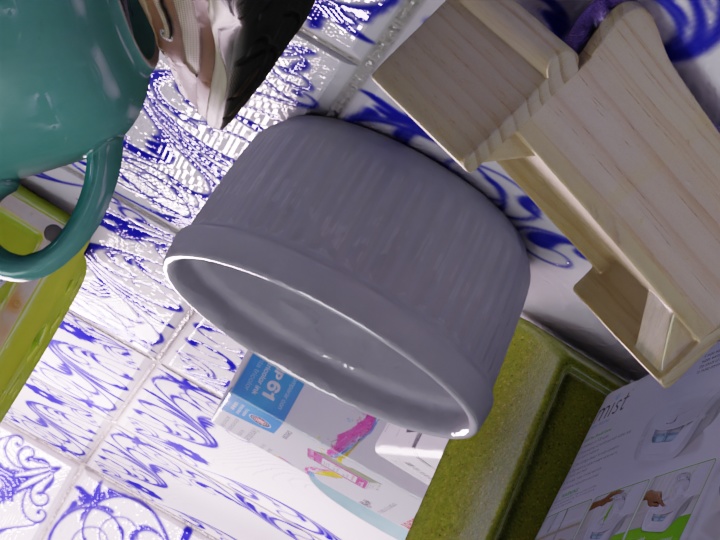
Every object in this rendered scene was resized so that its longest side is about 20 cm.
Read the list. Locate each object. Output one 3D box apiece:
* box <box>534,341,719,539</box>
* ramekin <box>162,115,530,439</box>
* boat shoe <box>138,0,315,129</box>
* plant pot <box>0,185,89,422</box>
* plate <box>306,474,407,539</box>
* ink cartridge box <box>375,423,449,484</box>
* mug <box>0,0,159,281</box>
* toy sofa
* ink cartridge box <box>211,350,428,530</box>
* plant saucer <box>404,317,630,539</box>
[{"bbox_3d":[0.174,0.137,1.108,0.097,0.177,0.200,35,154,-9],"label":"box"},{"bbox_3d":[0.000,0.000,1.169,0.200,0.105,0.200,26,165,7],"label":"ramekin"},{"bbox_3d":[-0.065,-0.132,0.936,0.074,0.076,0.200,34,159,6],"label":"boat shoe"},{"bbox_3d":[-0.332,0.012,1.647,0.199,0.200,0.181,31,159,-7],"label":"plant pot"},{"bbox_3d":[0.041,0.229,1.995,0.200,0.026,0.200,26,165,8],"label":"plate"},{"bbox_3d":[0.108,0.121,1.380,0.144,0.085,0.200,31,171,-9],"label":"ink cartridge box"},{"bbox_3d":[-0.155,-0.109,0.975,0.114,0.152,0.186,-14,124,7],"label":"mug"},{"bbox_3d":[0.105,-0.047,0.908,0.200,0.098,0.083,43,-176,-42],"label":"toy sofa"},{"bbox_3d":[-0.003,0.118,1.596,0.199,0.085,0.145,28,165,-2],"label":"ink cartridge box"},{"bbox_3d":[0.142,0.146,1.235,0.199,0.200,0.048,31,151,-10],"label":"plant saucer"}]
